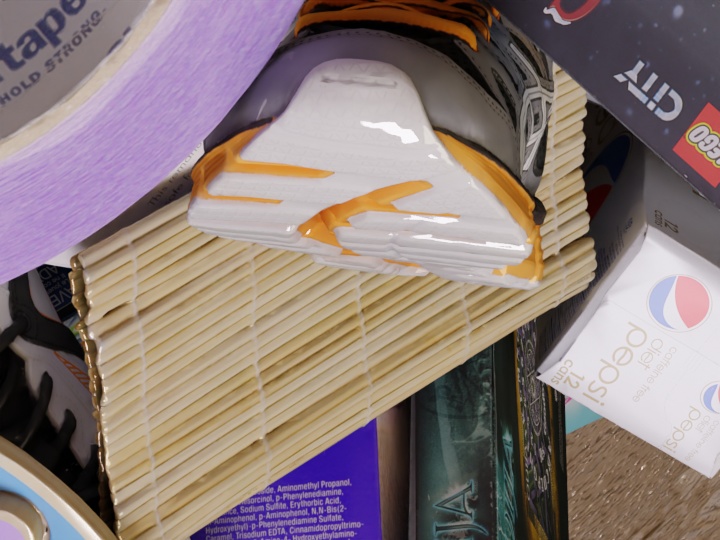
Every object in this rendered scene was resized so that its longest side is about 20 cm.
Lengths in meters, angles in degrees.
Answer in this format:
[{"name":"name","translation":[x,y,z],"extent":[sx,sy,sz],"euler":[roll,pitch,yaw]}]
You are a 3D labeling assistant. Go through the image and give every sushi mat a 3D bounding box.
[{"name":"sushi mat","translation":[0.000,0.000,0.786],"extent":[0.200,0.012,0.096],"euler":[-30,126,-39]}]

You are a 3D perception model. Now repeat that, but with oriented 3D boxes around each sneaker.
[{"name":"sneaker","translation":[-0.090,0.042,0.769],"extent":[0.074,0.080,0.200],"euler":[-43,128,-16]},{"name":"sneaker","translation":[0.008,-0.039,0.680],"extent":[0.200,0.078,0.078],"euler":[24,74,-84]}]

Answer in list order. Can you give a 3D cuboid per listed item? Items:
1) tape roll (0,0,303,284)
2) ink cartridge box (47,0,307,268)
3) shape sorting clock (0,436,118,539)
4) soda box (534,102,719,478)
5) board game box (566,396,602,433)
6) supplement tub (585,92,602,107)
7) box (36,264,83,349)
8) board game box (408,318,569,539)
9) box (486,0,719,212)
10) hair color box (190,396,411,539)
[{"name":"tape roll","translation":[-0.098,-0.086,0.545],"extent":[0.199,0.066,0.201],"euler":[-21,136,-22]},{"name":"ink cartridge box","translation":[-0.052,-0.062,0.744],"extent":[0.117,0.067,0.200],"euler":[-51,158,12]},{"name":"shape sorting clock","translation":[-0.142,0.113,0.759],"extent":[0.201,0.199,0.039],"euler":[-59,-175,33]},{"name":"soda box","translation":[0.102,-0.020,0.957],"extent":[0.064,0.068,0.200],"euler":[-55,-169,26]},{"name":"board game box","translation":[0.091,0.002,1.136],"extent":[0.199,0.047,0.151],"euler":[-20,148,-45]},{"name":"supplement tub","translation":[0.160,-0.080,0.888],"extent":[0.199,0.123,0.123],"euler":[20,124,-18]},{"name":"box","translation":[-0.128,0.072,0.891],"extent":[0.137,0.040,0.200],"euler":[-32,155,-25]},{"name":"board game box","translation":[0.041,0.060,0.902],"extent":[0.028,0.201,0.136],"euler":[-6,145,11]},{"name":"box","translation":[0.052,-0.087,0.703],"extent":[0.038,0.200,0.136],"euler":[-52,157,16]},{"name":"hair color box","translation":[-0.010,0.065,0.883],"extent":[0.064,0.201,0.109],"euler":[-8,162,12]}]
